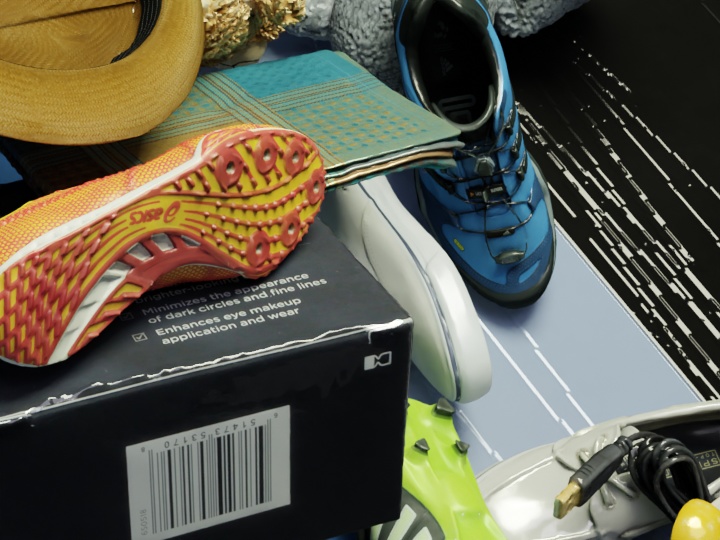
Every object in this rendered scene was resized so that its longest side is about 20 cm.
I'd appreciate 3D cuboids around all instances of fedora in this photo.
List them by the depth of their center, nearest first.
[{"bbox_3d":[-0.170,-0.125,0.812,0.200,0.082,0.201,19,54,-29],"label":"fedora"}]

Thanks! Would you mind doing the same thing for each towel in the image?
[{"bbox_3d":[-0.069,-0.064,0.878,0.199,0.022,0.147,-16,32,-24],"label":"towel"}]

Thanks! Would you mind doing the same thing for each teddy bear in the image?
[{"bbox_3d":[-0.091,-0.132,0.958,0.145,0.200,0.067,-29,97,3],"label":"teddy bear"}]

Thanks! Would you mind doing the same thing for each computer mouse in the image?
[{"bbox_3d":[0.125,0.172,0.847,0.200,0.046,0.141,-39,108,-28],"label":"computer mouse"}]

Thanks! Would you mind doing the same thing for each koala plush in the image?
[{"bbox_3d":[0.058,-0.178,1.057,0.177,0.184,0.200,38,77,13],"label":"koala plush"}]

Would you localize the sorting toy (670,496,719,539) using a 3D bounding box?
[{"bbox_3d":[0.263,0.140,0.833,0.200,0.180,0.107,-26,103,-44],"label":"sorting toy"}]

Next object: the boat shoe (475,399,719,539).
[{"bbox_3d":[0.135,0.111,0.922,0.199,0.066,0.072,-9,61,-21],"label":"boat shoe"}]

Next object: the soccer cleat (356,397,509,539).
[{"bbox_3d":[0.037,0.148,0.845,0.067,0.081,0.200,10,37,-27],"label":"soccer cleat"}]

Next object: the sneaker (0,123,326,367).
[{"bbox_3d":[-0.098,-0.022,0.756,0.200,0.073,0.077,-22,27,-39],"label":"sneaker"}]

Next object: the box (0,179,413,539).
[{"bbox_3d":[-0.106,0.042,0.827,0.196,0.118,0.200,-12,34,-22],"label":"box"}]

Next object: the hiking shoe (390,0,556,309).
[{"bbox_3d":[0.056,-0.068,0.963,0.074,0.087,0.201,-18,101,9],"label":"hiking shoe"}]

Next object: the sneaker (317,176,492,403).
[{"bbox_3d":[0.000,0.000,0.965,0.071,0.073,0.200,-24,57,-17],"label":"sneaker"}]
